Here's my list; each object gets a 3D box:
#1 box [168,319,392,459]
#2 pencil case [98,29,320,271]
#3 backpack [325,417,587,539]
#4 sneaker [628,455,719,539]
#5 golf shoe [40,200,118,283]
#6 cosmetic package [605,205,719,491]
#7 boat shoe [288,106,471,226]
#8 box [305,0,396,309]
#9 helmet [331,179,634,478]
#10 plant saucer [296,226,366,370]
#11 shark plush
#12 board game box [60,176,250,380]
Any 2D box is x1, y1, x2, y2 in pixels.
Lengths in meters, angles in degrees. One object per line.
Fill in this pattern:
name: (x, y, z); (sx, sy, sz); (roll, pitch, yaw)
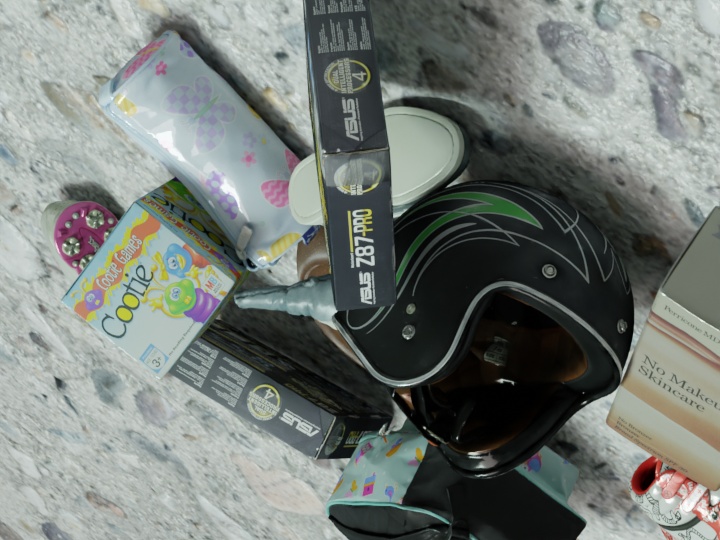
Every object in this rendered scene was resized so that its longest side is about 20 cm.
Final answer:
box: (-0.084, 0.102, 1.990); (0.199, 0.049, 0.161); (29, -177, 18)
pencil case: (-0.117, -0.094, 1.775); (0.200, 0.091, 0.083); (48, 166, -15)
backpack: (0.075, 0.193, 1.891); (0.175, 0.154, 0.199); (33, 152, -24)
sneaker: (0.290, 0.181, 1.720); (0.108, 0.067, 0.201); (47, 154, -20)
golf shoe: (-0.229, 0.008, 2.096); (0.091, 0.075, 0.201); (24, 150, 56)
cosmetic package: (0.249, 0.059, 1.567); (0.103, 0.087, 0.201); (32, 151, 14)
boat shoe: (0.025, -0.076, 1.688); (0.061, 0.074, 0.199); (4, 166, -38)
box: (-0.008, -0.100, 1.525); (0.049, 0.201, 0.162); (-4, 142, -3)
helmet: (0.096, 0.030, 1.602); (0.200, 0.190, 0.200); (50, 180, 0)
plant saucer: (0.022, 0.037, 1.865); (0.199, 0.035, 0.201); (29, 151, 17)
shark plush: (0.000, 0.000, 1.755); (0.198, 0.091, 0.084); (-4, 122, 30)
board game box: (-0.154, 0.001, 1.836); (0.103, 0.105, 0.200); (38, -169, -1)
